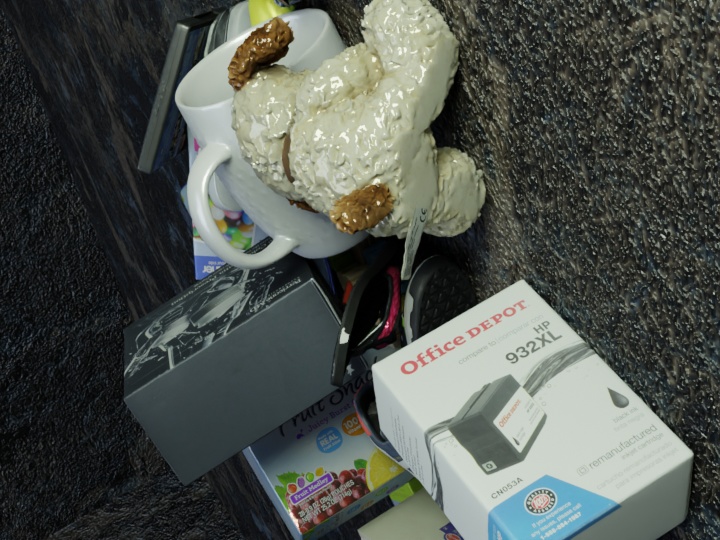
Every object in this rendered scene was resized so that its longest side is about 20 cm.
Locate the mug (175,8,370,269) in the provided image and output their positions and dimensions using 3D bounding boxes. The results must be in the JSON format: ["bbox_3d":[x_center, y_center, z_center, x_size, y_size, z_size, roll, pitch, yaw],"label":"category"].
[{"bbox_3d":[-0.067,-0.090,1.097,0.146,0.200,0.177,3,131,45],"label":"mug"}]

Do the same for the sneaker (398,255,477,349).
[{"bbox_3d":[0.055,0.057,1.158,0.083,0.071,0.202,39,153,37],"label":"sneaker"}]

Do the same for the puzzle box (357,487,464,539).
[{"bbox_3d":[0.086,0.253,1.285,0.026,0.132,0.200,64,165,-11],"label":"puzzle box"}]

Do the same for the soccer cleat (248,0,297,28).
[{"bbox_3d":[-0.069,-0.157,1.190,0.065,0.083,0.202,36,150,57],"label":"soccer cleat"}]

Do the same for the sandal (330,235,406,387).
[{"bbox_3d":[0.020,0.029,1.124,0.044,0.201,0.076,20,126,9],"label":"sandal"}]

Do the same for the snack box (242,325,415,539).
[{"bbox_3d":[-0.020,0.157,1.341,0.170,0.198,0.068,56,163,20],"label":"snack box"}]

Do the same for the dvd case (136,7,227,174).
[{"bbox_3d":[-0.170,-0.182,1.287,0.200,0.017,0.145,-67,-5,-74],"label":"dvd case"}]

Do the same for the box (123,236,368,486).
[{"bbox_3d":[-0.112,0.071,1.217,0.105,0.199,0.182,57,180,-21],"label":"box"}]

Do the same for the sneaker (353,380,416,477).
[{"bbox_3d":[0.068,0.162,1.217,0.198,0.075,0.085,22,160,39],"label":"sneaker"}]

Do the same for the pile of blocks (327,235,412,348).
[{"bbox_3d":[0.000,0.000,1.272,0.200,0.062,0.083,49,160,38],"label":"pile of blocks"}]

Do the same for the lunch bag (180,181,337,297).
[{"bbox_3d":[-0.103,-0.030,1.447,0.201,0.127,0.170,56,171,-13],"label":"lunch bag"}]

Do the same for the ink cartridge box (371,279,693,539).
[{"bbox_3d":[0.119,0.122,0.944,0.200,0.144,0.084,49,159,39],"label":"ink cartridge box"}]

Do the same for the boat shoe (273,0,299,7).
[{"bbox_3d":[-0.062,-0.249,1.043,0.073,0.072,0.200,63,164,-10],"label":"boat shoe"}]

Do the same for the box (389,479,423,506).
[{"bbox_3d":[0.069,0.260,1.505,0.202,0.047,0.122,63,165,-2],"label":"box"}]

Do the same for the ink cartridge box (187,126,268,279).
[{"bbox_3d":[-0.110,-0.059,1.317,0.042,0.117,0.203,-62,-28,-69],"label":"ink cartridge box"}]

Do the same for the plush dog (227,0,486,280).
[{"bbox_3d":[-0.022,-0.091,0.951,0.170,0.161,0.202,17,139,36],"label":"plush dog"}]

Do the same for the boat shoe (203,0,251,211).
[{"bbox_3d":[-0.125,-0.154,1.238,0.067,0.071,0.203,-5,79,45],"label":"boat shoe"}]
